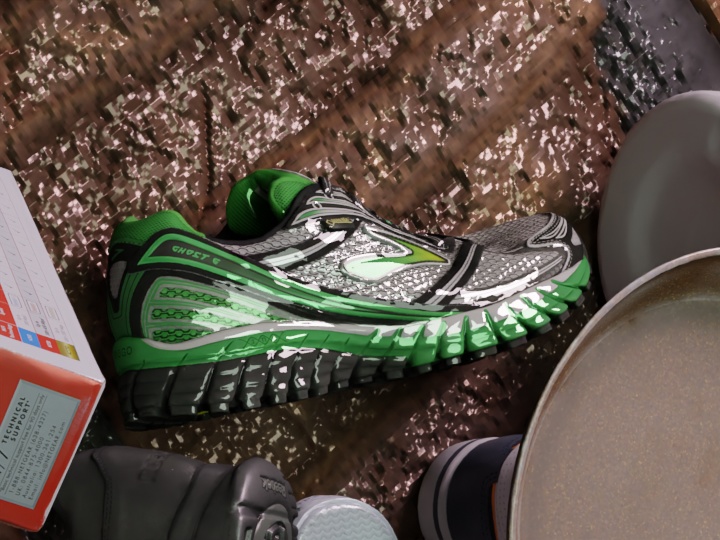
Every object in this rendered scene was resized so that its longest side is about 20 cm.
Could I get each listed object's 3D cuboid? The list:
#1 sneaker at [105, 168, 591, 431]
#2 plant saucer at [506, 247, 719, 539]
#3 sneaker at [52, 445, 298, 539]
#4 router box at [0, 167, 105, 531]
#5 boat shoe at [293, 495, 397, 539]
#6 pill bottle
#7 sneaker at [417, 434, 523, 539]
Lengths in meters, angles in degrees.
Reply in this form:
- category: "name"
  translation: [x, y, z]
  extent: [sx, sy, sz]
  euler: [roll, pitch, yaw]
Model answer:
- category: "sneaker"
  translation: [0.000, 0.000, 1.066]
  extent: [0.200, 0.078, 0.085]
  euler: [-10, 87, -35]
- category: "plant saucer"
  translation: [0.129, 0.091, 1.067]
  extent: [0.200, 0.032, 0.201]
  euler: [-2, 93, -31]
- category: "sneaker"
  translation: [-0.081, 0.152, 0.994]
  extent: [0.076, 0.091, 0.200]
  euler: [-3, 105, -72]
- category: "router box"
  translation: [-0.179, -0.010, 0.860]
  extent: [0.179, 0.200, 0.049]
  euler: [21, 103, -20]
- category: "boat shoe"
  translation: [-0.004, 0.181, 1.037]
  extent: [0.073, 0.067, 0.201]
  euler: [1, 77, -28]
- category: "pill bottle"
  translation: [0.205, -0.011, 1.186]
  extent: [0.200, 0.114, 0.114]
  euler: [1, 82, -34]
- category: "sneaker"
  translation: [0.111, 0.139, 1.122]
  extent: [0.200, 0.079, 0.079]
  euler: [43, 61, -23]
